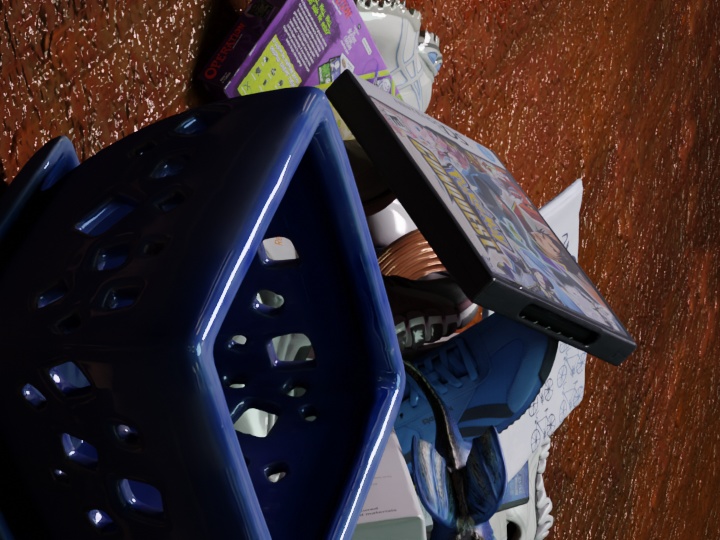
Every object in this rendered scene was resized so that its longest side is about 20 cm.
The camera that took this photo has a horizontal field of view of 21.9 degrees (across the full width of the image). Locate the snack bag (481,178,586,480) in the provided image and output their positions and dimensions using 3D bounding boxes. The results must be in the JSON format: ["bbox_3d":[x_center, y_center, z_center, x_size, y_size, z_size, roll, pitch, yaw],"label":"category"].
[{"bbox_3d":[0.134,0.044,1.411,0.188,0.021,0.202,-33,129,-56],"label":"snack bag"}]

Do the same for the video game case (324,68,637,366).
[{"bbox_3d":[0.080,-0.034,1.218,0.180,0.026,0.201,24,26,-50],"label":"video game case"}]

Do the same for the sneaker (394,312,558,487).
[{"bbox_3d":[0.053,0.085,1.273,0.078,0.200,0.066,18,42,-36],"label":"sneaker"}]

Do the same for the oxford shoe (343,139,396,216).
[{"bbox_3d":[-0.031,-0.073,1.185,0.199,0.070,0.075,-16,117,-56],"label":"oxford shoe"}]

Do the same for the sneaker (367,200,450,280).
[{"bbox_3d":[0.046,-0.020,1.450,0.200,0.076,0.081,26,60,-67],"label":"sneaker"}]

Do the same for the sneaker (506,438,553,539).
[{"bbox_3d":[0.127,0.181,1.668,0.081,0.075,0.202,-47,133,-49],"label":"sneaker"}]

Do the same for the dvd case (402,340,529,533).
[{"bbox_3d":[0.058,0.128,1.432,0.199,0.017,0.144,-8,99,-43],"label":"dvd case"}]

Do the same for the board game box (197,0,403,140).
[{"bbox_3d":[-0.032,-0.114,1.245,0.120,0.032,0.200,-53,147,-14],"label":"board game box"}]

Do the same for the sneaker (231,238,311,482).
[{"bbox_3d":[-0.079,0.070,1.146,0.074,0.079,0.202,-166,-92,-74],"label":"sneaker"}]

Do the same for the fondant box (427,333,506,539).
[{"bbox_3d":[0.073,0.160,1.535,0.144,0.058,0.202,-12,100,-68],"label":"fondant box"}]

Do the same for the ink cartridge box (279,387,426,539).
[{"bbox_3d":[-0.007,0.177,1.182,0.200,0.083,0.147,-111,-166,-68],"label":"ink cartridge box"}]

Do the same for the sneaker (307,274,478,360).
[{"bbox_3d":[0.000,0.000,1.266,0.199,0.075,0.117,-18,99,-44],"label":"sneaker"}]

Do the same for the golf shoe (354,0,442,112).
[{"bbox_3d":[0.009,-0.141,1.355,0.200,0.078,0.098,25,72,-66],"label":"golf shoe"}]

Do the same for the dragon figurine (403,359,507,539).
[{"bbox_3d":[0.060,0.133,1.162,0.100,0.058,0.202,94,-12,-69],"label":"dragon figurine"}]

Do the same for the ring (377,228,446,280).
[{"bbox_3d":[0.050,0.063,1.379,0.199,0.019,0.202,-11,108,-36],"label":"ring"}]

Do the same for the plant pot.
[{"bbox_3d":[-0.101,0.047,0.912,0.201,0.178,0.201,-66,148,-47],"label":"plant pot"}]
